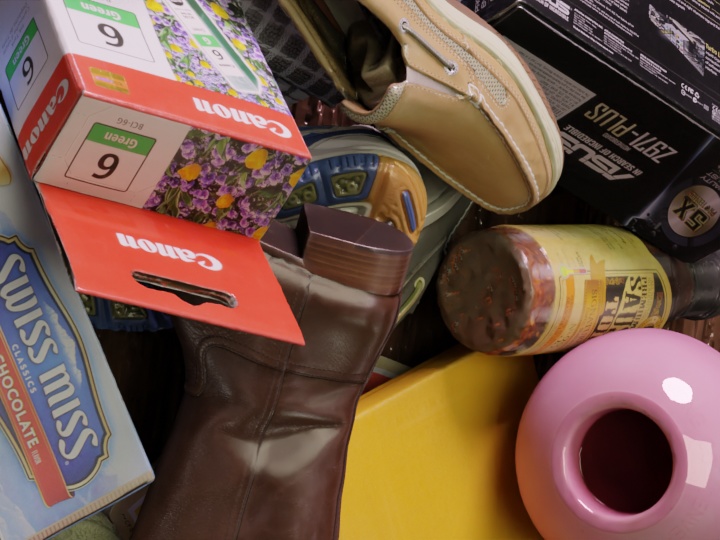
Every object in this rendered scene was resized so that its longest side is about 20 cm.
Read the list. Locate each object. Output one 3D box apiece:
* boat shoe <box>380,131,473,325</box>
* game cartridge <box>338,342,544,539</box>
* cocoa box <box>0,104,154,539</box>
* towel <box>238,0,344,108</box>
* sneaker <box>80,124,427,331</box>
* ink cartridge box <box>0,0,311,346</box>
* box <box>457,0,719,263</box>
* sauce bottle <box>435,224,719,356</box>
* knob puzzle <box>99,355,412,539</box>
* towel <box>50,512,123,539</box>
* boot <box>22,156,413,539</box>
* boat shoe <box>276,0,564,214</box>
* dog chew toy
[{"bbox_3d":[-0.002,-0.001,1.144,0.202,0.072,0.060,-47,139,-33],"label":"boat shoe"},{"bbox_3d":[0.044,0.147,1.159,0.176,0.032,0.201,-24,104,-47],"label":"game cartridge"},{"bbox_3d":[-0.198,0.023,0.982,0.131,0.133,0.200,-28,103,-28],"label":"cocoa box"},{"bbox_3d":[-0.045,-0.197,1.105,0.165,0.086,0.200,26,76,-30],"label":"towel"},{"bbox_3d":[-0.071,-0.025,1.096,0.199,0.088,0.075,-5,113,-6],"label":"sneaker"},{"bbox_3d":[-0.083,-0.062,0.960,0.109,0.200,0.050,14,123,-33],"label":"ink cartridge box"},{"bbox_3d":[0.126,-0.125,1.176,0.200,0.086,0.164,29,50,-29],"label":"box"},{"bbox_3d":[0.121,0.007,1.197,0.200,0.066,0.066,-4,92,-48],"label":"sauce bottle"},{"bbox_3d":[-0.003,0.128,1.163,0.219,0.030,0.220,0,89,-32],"label":"knob puzzle"},{"bbox_3d":[-0.128,0.200,1.026,0.148,0.037,0.200,-19,66,-34],"label":"towel"},{"bbox_3d":[-0.084,0.060,1.041,0.186,0.064,0.201,15,109,-1],"label":"boot"},{"bbox_3d":[0.014,-0.088,1.055,0.200,0.072,0.076,46,41,-23],"label":"boat shoe"},{"bbox_3d":[0.153,0.091,1.188,0.200,0.124,0.125,5,86,-70],"label":"dog chew toy"}]
